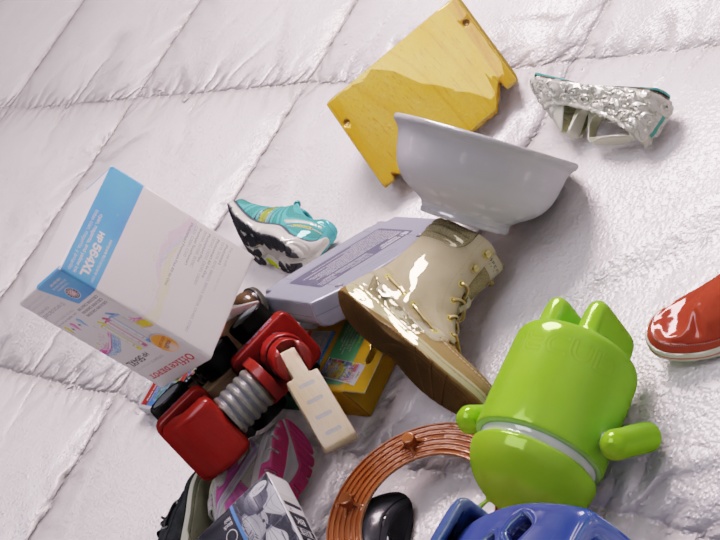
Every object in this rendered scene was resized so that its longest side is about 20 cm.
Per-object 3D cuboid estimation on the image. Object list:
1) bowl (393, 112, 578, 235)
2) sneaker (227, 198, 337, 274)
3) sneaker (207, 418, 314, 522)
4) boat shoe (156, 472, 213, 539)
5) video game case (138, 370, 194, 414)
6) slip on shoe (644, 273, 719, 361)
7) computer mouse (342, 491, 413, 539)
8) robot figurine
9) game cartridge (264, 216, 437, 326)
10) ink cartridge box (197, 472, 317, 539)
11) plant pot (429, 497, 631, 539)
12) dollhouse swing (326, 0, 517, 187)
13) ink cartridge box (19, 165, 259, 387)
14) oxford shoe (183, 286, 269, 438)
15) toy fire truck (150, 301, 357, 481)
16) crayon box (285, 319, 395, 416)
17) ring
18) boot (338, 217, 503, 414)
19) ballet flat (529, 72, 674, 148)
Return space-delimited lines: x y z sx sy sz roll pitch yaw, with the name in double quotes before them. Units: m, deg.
"bowl" 0.118 -0.093 1.424 0.200 0.199 0.092 23 99 55
"sneaker" -0.099 -0.049 1.718 0.079 0.078 0.199 -36 34 -21
"sneaker" -0.113 0.249 1.405 0.087 0.082 0.201 -21 33 35
"boat shoe" -0.182 0.275 1.426 0.065 0.075 0.200 -23 30 16
"video game case" -0.176 0.117 1.660 0.199 0.017 0.144 3 58 49
"slip on shoe" 0.324 0.016 1.163 0.198 0.061 0.075 -27 40 30
"computer mouse" 0.015 0.281 1.246 0.139 0.046 0.202 -11 47 44
"robot figurine" 0.164 0.124 1.179 0.174 0.116 0.202 5 58 40
"game cartridge" 0.000 0.000 1.492 0.199 0.041 0.132 -32 17 -29
"ink cartridge box" -0.071 0.289 1.242 0.099 0.039 0.201 -43 49 10
"plant pot" 0.120 0.287 0.994 0.179 0.200 0.201 5 59 57
"dollhouse swing" 0.087 -0.213 1.694 0.199 0.176 0.183 -38 75 12
"ink cartridge box" -0.213 0.016 1.387 0.128 0.199 0.126 -29 34 54
"oxford shoe" -0.145 0.115 1.481 0.072 0.084 0.203 25 105 47
"toy fire truck" -0.097 0.135 1.346 0.176 0.129 0.200 -44 11 -10
"crayon box" -0.023 0.088 1.487 0.198 0.052 0.127 -2 54 49
"ring" 0.058 0.217 1.243 0.198 0.019 0.202 -15 45 16
"boot" 0.095 0.043 1.370 0.155 0.073 0.199 -37 56 -23
"ballet flat" 0.240 -0.167 1.448 0.072 0.072 0.199 -54 33 -11
